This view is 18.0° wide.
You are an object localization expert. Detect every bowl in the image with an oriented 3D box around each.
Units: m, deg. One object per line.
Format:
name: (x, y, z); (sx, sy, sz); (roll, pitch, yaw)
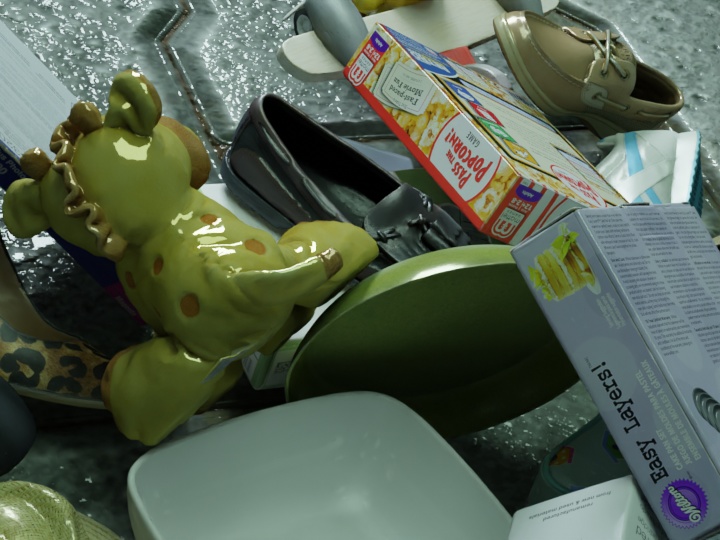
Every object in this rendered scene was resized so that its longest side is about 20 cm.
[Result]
bowl: (-0.016, 0.167, 1.251); (0.200, 0.075, 0.200); (-15, 48, -32)

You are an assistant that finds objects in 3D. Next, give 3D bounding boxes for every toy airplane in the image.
toy airplane: (0.045, -0.184, 1.642); (0.199, 0.141, 0.200); (15, 38, -3)

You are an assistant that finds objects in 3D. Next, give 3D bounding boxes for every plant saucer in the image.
plant saucer: (0.050, 0.040, 1.326); (0.200, 0.200, 0.031); (-2, 57, -22)

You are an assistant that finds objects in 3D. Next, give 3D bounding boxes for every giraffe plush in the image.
giraffe plush: (-0.108, -0.016, 1.236); (0.162, 0.173, 0.200); (49, 2, 4)

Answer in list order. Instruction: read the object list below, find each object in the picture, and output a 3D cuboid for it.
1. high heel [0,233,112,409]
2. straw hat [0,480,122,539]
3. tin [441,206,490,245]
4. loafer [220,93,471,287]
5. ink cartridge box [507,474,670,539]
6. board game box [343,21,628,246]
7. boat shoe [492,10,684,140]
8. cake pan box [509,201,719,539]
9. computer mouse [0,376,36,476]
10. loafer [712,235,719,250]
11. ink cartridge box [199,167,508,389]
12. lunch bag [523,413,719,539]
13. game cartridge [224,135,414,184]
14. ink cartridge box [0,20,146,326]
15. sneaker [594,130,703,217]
high heel: (-0.198, -0.004, 1.336); (0.200, 0.143, 0.071); (18, 1, 8)
straw hat: (-0.180, 0.160, 1.191); (0.201, 0.085, 0.201); (10, 38, -8)
tin: (0.093, 0.002, 1.521); (0.112, 0.042, 0.200); (7, 39, -5)
loafer: (0.002, -0.037, 1.384); (0.200, 0.063, 0.072); (33, 41, 16)
ink cartridge box: (0.130, 0.230, 1.153); (0.145, 0.085, 0.200); (49, 38, -27)
board game box: (0.094, -0.073, 1.486); (0.151, 0.046, 0.200); (22, 20, -39)
boat shoe: (0.163, -0.146, 1.622); (0.200, 0.064, 0.071); (22, 46, -53)
cake pan box: (0.180, 0.051, 1.249); (0.184, 0.052, 0.200); (63, 25, 10)
computer mouse: (-0.274, 0.075, 1.235); (0.200, 0.053, 0.139); (2, 32, 16)
loafer: (0.254, 0.003, 1.510); (0.076, 0.068, 0.200); (1, 38, 37)
ink cartridge box: (0.000, 0.000, 1.427); (0.200, 0.048, 0.146); (-5, 44, -30)
lunch bag: (0.205, 0.161, 1.334); (0.200, 0.077, 0.160); (35, 37, 20)
game cartridge: (-0.031, -0.027, 1.512); (0.133, 0.041, 0.200); (19, 39, -2)
ink cartridge box: (-0.185, -0.059, 1.373); (0.196, 0.043, 0.200); (48, 12, -30)
sneaker: (0.187, -0.023, 1.564); (0.081, 0.077, 0.200); (3, 38, 15)
